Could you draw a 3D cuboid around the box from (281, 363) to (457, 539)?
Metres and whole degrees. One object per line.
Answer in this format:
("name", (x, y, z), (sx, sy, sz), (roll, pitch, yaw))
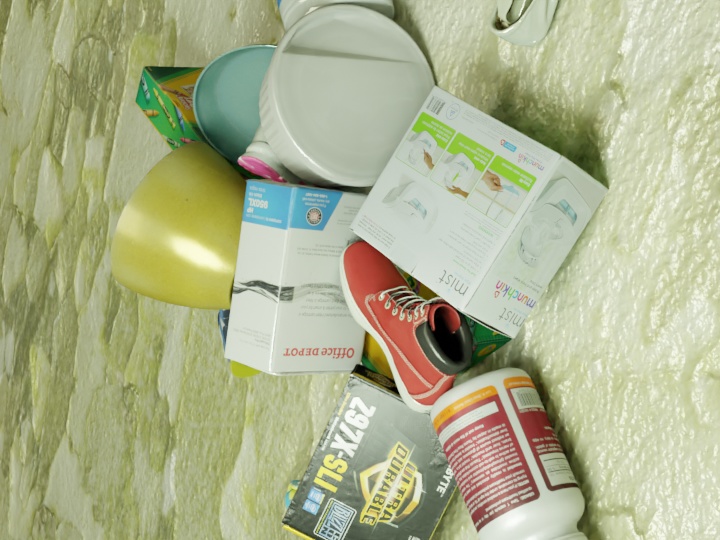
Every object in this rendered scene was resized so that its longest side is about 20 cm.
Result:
("box", (0.023, 0.225, 1.451), (0.159, 0.049, 0.201), (27, 105, 4))

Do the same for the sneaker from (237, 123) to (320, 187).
("sneaker", (-0.068, -0.133, 1.562), (0.081, 0.200, 0.089), (23, 86, 19))

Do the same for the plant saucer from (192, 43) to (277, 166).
("plant saucer", (-0.103, -0.201, 1.604), (0.200, 0.199, 0.036), (-53, 19, 42))

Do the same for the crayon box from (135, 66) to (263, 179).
("crayon box", (-0.203, -0.197, 1.757), (0.200, 0.118, 0.059), (49, 131, 38))

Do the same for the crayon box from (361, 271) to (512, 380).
("crayon box", (0.074, 0.066, 1.467), (0.200, 0.058, 0.119), (-43, 60, 47))

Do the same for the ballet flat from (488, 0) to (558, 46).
("ballet flat", (0.175, -0.312, 1.280), (0.069, 0.069, 0.201), (45, 127, 42))

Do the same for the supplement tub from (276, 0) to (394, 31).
("supplement tub", (-0.047, -0.370, 1.525), (0.132, 0.131, 0.201), (-36, 64, 50))

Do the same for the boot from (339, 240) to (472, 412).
("boot", (0.049, 0.032, 1.356), (0.201, 0.072, 0.145), (60, 157, 20))

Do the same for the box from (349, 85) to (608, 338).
("box", (0.111, -0.061, 1.316), (0.200, 0.096, 0.177), (36, 98, 46))

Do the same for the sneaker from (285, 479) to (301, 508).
("sneaker", (-0.009, 0.263, 1.530), (0.200, 0.130, 0.080), (-35, 67, 47))

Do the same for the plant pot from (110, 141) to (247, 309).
("plant pot", (-0.181, -0.033, 1.585), (0.141, 0.200, 0.201), (31, 121, 20))

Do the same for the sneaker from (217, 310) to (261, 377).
("sneaker", (-0.157, 0.050, 1.748), (0.083, 0.073, 0.201), (-114, 24, -43))

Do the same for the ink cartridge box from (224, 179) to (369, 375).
("ink cartridge box", (-0.062, 0.008, 1.455), (0.084, 0.144, 0.202), (12, 96, 42))

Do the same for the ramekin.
("ramekin", (-0.021, -0.184, 1.464), (0.094, 0.201, 0.204), (-25, 74, 64))

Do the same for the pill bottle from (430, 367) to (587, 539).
("pill bottle", (0.155, 0.210, 1.325), (0.113, 0.112, 0.201), (-47, 57, 46))
